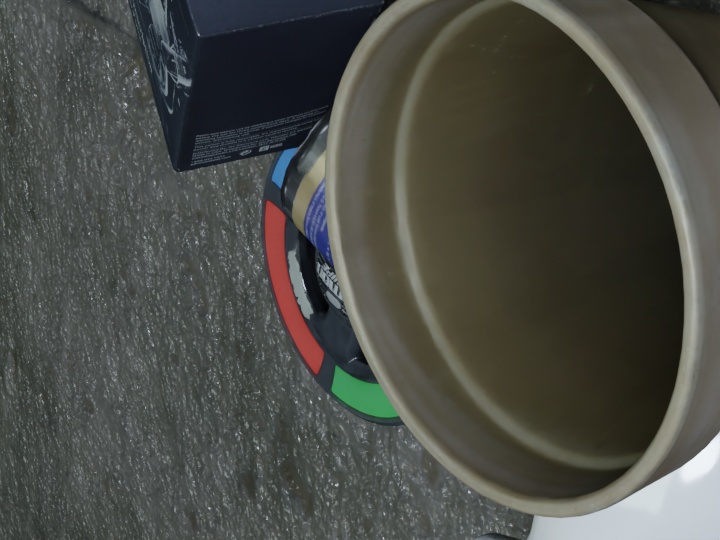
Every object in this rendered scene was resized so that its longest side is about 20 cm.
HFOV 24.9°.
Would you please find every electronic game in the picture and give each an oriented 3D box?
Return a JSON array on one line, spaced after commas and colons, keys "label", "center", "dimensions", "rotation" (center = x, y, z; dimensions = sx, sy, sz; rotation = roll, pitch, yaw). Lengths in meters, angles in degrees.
[{"label": "electronic game", "center": [0.000, 0.000, 1.021], "dimensions": [0.200, 0.041, 0.201], "rotation": [26, 124, 45]}]

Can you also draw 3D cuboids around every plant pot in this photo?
[{"label": "plant pot", "center": [0.111, -0.026, 0.644], "dimensions": [0.200, 0.173, 0.201], "rotation": [24, 122, 45]}]

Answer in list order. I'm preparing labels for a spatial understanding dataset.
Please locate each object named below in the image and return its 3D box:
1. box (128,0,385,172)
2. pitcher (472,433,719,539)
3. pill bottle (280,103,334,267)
[{"label": "box", "center": [-0.076, -0.188, 0.924], "dimensions": [0.182, 0.103, 0.201], "rotation": [119, 136, -68]}, {"label": "pitcher", "center": [0.155, 0.139, 0.791], "dimensions": [0.171, 0.121, 0.200], "rotation": [43, 129, 14]}, {"label": "pill bottle", "center": [0.058, -0.004, 0.868], "dimensions": [0.200, 0.112, 0.112], "rotation": [46, 138, 19]}]
